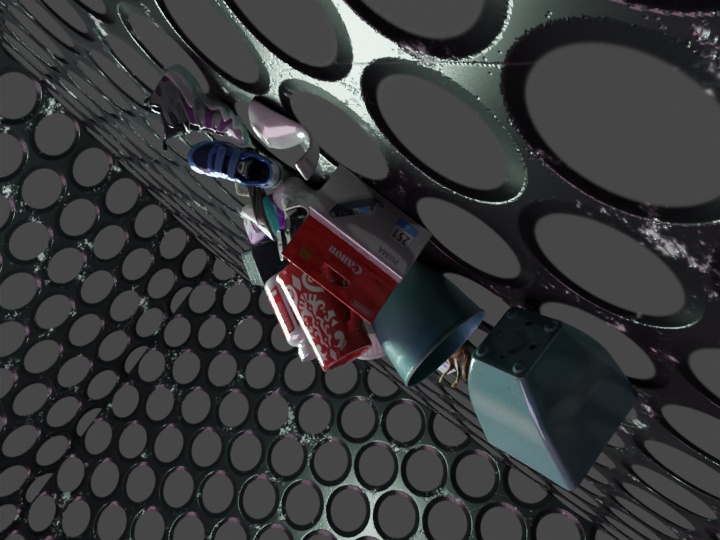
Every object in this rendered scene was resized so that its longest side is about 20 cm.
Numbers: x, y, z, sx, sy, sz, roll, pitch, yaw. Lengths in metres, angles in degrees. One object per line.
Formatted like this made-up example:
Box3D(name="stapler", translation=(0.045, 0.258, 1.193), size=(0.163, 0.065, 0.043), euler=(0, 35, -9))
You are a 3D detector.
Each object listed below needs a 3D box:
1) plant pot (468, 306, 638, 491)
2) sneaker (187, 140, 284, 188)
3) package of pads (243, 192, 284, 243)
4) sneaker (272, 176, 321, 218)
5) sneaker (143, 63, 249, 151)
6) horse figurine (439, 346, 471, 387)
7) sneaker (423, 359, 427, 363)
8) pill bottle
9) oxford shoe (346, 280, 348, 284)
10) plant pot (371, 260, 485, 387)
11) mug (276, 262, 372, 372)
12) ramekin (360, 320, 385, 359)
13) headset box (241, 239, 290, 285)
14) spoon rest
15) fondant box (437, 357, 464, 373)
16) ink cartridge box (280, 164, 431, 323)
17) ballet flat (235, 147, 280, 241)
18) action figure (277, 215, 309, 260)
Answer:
Box3D(name="plant pot", translation=(0.284, 0.175, 0.991), size=(0.194, 0.196, 0.202), euler=(17, 148, 57))
Box3D(name="sneaker", translation=(-0.247, -0.211, 1.225), size=(0.193, 0.076, 0.082), euler=(10, -169, -4))
Box3D(name="package of pads", translation=(-0.210, -0.123, 1.453), size=(0.077, 0.118, 0.200), euler=(65, 167, 1))
Box3D(name="sneaker", translation=(-0.130, -0.132, 1.234), size=(0.197, 0.099, 0.077), euler=(18, 132, 47))
Box3D(name="sneaker", translation=(-0.320, -0.274, 1.182), size=(0.199, 0.141, 0.078), euler=(39, 167, -6))
Box3D(name="horse figurine", translation=(0.195, 0.199, 1.516), size=(0.196, 0.136, 0.050), euler=(20, -178, 30))
Box3D(name="sneaker", translation=(0.134, 0.123, 1.310), size=(0.116, 0.197, 0.076), euler=(56, 141, 7))
Box3D(name="pill bottle", translation=(-0.140, 0.103, 1.457), size=(0.113, 0.110, 0.204), euler=(84, 160, -74))
Box3D(name="oxford shoe", translation=(0.000, 0.000, 1.234), size=(0.071, 0.072, 0.204), euler=(23, 127, 9))
Box3D(name="plant pot", translation=(0.103, 0.078, 1.170), size=(0.189, 0.199, 0.201), euler=(49, 172, 20))
Box3D(name="mug", translation=(-0.063, 0.073, 1.182), size=(0.204, 0.130, 0.178), euler=(64, 164, 14))
Box3D(name="ramekin", translation=(0.015, 0.098, 1.465), size=(0.200, 0.204, 0.095), euler=(32, 157, 18))
Box3D(name="headset box", translation=(-0.200, -0.037, 1.572), size=(0.095, 0.170, 0.199), euler=(68, 163, -6))
Box3D(name="spoon rest", translation=(-0.126, -0.226, 1.039), size=(0.200, 0.060, 0.100), euler=(46, 174, 39))
Box3D(name="fondant box", translation=(0.174, 0.188, 1.634), size=(0.198, 0.059, 0.145), euler=(36, 167, 5))
Box3D(name="ink cartridge box", translation=(-0.008, -0.045, 1.032), size=(0.198, 0.178, 0.045), euler=(36, 168, 3))
Box3D(name="ballet flat", translation=(-0.224, -0.157, 1.316), size=(0.068, 0.066, 0.206), euler=(-53, -50, -74))
Box3D(name="action figure", translation=(-0.052, -0.071, 1.128), size=(0.129, 0.195, 0.072), euler=(-15, 87, 62))
